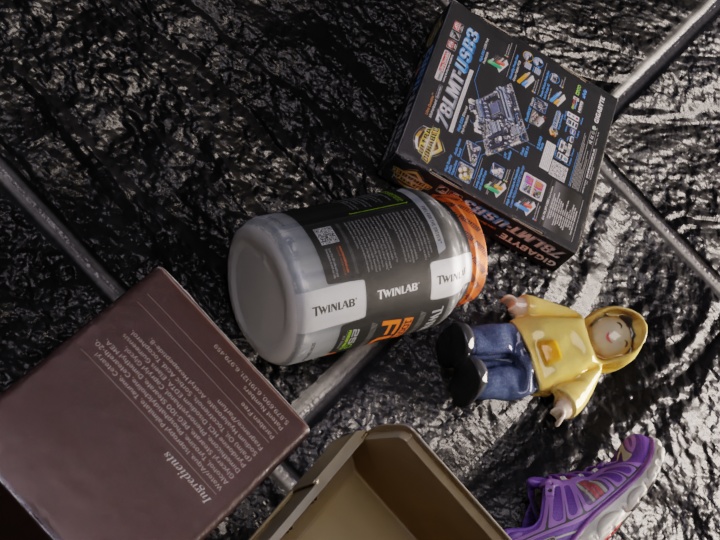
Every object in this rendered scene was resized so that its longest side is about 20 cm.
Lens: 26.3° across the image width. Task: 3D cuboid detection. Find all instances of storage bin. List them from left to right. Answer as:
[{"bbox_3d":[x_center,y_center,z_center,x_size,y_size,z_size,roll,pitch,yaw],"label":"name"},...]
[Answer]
[{"bbox_3d":[0.012,0.245,1.091,0.199,0.094,0.200,49,56,-8],"label":"storage bin"}]

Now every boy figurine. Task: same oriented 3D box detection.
[{"bbox_3d":[0.169,0.077,1.366,0.198,0.064,0.125,-5,65,-25],"label":"boy figurine"}]

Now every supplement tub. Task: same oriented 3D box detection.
[{"bbox_3d":[0.000,0.000,1.282,0.199,0.123,0.123,-13,71,-30],"label":"supplement tub"}]

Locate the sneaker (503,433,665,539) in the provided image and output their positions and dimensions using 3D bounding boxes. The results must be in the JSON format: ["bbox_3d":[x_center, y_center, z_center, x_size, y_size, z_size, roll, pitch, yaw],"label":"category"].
[{"bbox_3d":[0.187,0.192,1.310,0.083,0.081,0.200,43,50,14],"label":"sneaker"}]

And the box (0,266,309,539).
[{"bbox_3d":[-0.177,0.139,1.095,0.164,0.166,0.200,47,54,1],"label":"box"}]

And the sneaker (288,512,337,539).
[{"bbox_3d":[-0.064,0.288,1.137,0.115,0.080,0.200,40,60,-8],"label":"sneaker"}]

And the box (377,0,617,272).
[{"bbox_3d":[0.135,-0.129,1.462,0.197,0.050,0.201,27,57,-11],"label":"box"}]
